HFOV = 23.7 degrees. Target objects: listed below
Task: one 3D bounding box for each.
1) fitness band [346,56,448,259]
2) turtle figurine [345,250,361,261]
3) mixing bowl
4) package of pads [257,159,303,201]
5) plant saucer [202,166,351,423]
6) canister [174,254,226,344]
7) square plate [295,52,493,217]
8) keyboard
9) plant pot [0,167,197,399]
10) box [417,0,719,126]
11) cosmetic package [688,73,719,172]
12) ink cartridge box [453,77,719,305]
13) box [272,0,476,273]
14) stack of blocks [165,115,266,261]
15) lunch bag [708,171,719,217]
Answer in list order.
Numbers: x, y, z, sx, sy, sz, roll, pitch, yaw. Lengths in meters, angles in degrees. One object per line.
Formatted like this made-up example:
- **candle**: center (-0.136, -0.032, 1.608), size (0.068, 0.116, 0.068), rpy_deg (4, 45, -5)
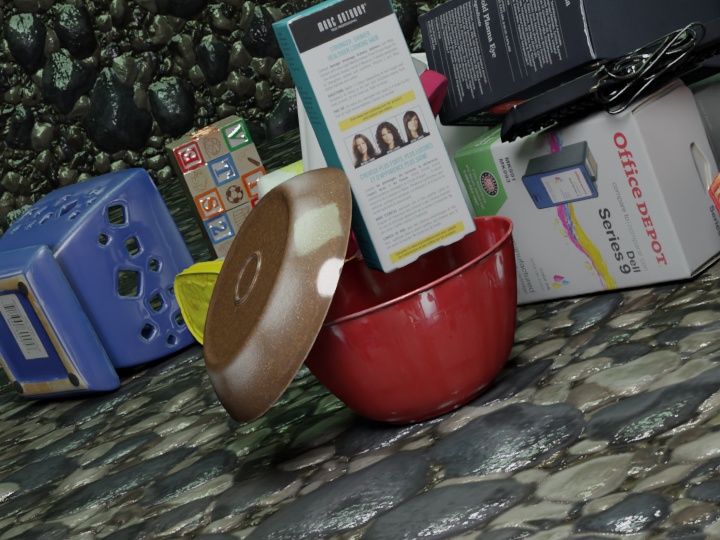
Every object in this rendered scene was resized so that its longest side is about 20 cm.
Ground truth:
- **fitness band**: center (0.019, -0.091, 1.400), size (0.037, 0.144, 0.200), rpy_deg (26, 34, 8)
- **turtle figurine**: center (0.000, 0.000, 1.516), size (0.198, 0.151, 0.101), rpy_deg (-10, 14, -9)
- **mixing bowl**: center (0.042, 0.047, 1.300), size (0.199, 0.109, 0.200), rpy_deg (-22, 11, 5)
- **package of pads**: center (-0.007, -0.038, 1.677), size (0.153, 0.068, 0.201), rpy_deg (-22, 45, -3)
- **plant saucer**: center (-0.069, 0.011, 1.258), size (0.201, 0.036, 0.201), rpy_deg (-52, 25, 36)
- **canister**: center (-0.076, 0.001, 1.798), size (0.199, 0.087, 0.148), rpy_deg (-27, 12, -30)
- **square plate**: center (0.043, -0.100, 1.569), size (0.198, 0.200, 0.028), rpy_deg (-4, 5, 3)
- **keyboard**: center (0.206, -0.139, 1.331), size (0.199, 0.040, 0.104), rpy_deg (-24, -12, -2)
- **plant pot**: center (-0.302, 0.026, 1.844), size (0.199, 0.201, 0.180), rpy_deg (-8, 23, 48)
- **box**: center (0.187, -0.199, 1.485), size (0.199, 0.105, 0.181), rpy_deg (-4, -12, -43)
- **cosmetic package**: center (0.320, -0.122, 1.560), size (0.199, 0.108, 0.090), rpy_deg (-28, 11, -34)
- **ink cartridge box**: center (0.194, -0.062, 1.419), size (0.199, 0.146, 0.087), rpy_deg (-10, 17, 46)
- **box**: center (0.010, -0.106, 1.280), size (0.082, 0.201, 0.049), rpy_deg (-24, 12, -15)
- **stack of blocks**: center (-0.124, -0.068, 1.903), size (0.114, 0.201, 0.059), rpy_deg (-25, 13, -11)
- **lunch bag**: center (0.341, -0.069, 1.225), size (0.176, 0.082, 0.200), rpy_deg (-39, 10, 18)
